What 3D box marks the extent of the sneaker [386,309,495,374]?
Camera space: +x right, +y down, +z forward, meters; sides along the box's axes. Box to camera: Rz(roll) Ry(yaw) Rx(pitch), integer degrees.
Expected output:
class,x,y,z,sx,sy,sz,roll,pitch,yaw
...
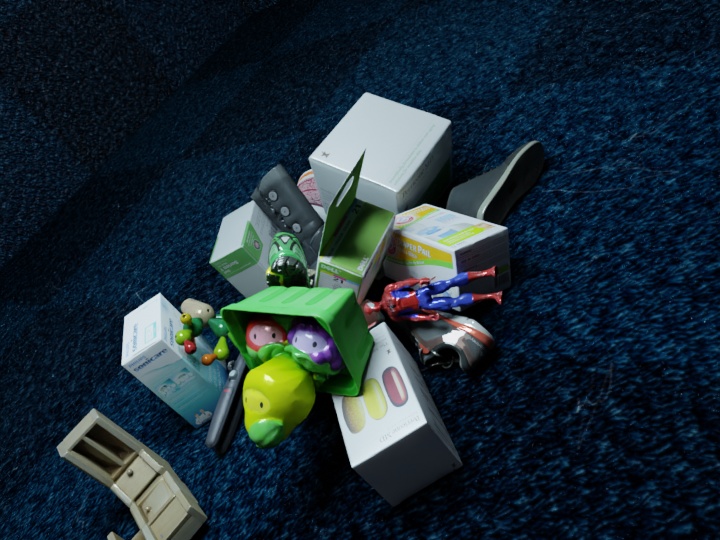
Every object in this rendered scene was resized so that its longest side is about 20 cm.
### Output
class,x,y,z,sx,sy,sz,roll,pitch,yaw
sneaker,0.101,0.099,0.927,0.200,0.077,0.082,14,64,49

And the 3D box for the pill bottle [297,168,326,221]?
class,x,y,z,sx,sy,sz,roll,pitch,yaw
pill bottle,-0.096,-0.118,1.317,0.114,0.114,0.200,-18,38,24

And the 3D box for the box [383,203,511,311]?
class,x,y,z,sx,sy,sz,roll,pitch,yaw
box,0.130,-0.028,0.994,0.112,0.102,0.200,-22,27,-26

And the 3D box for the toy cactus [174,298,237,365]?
class,x,y,z,sx,sy,sz,roll,pitch,yaw
toy cactus,-0.261,0.089,1.100,0.165,0.103,0.200,26,30,33

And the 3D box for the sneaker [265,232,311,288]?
class,x,y,z,sx,sy,sz,roll,pitch,yaw
sneaker,-0.108,0.017,0.984,0.078,0.200,0.085,1,56,-5

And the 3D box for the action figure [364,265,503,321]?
class,x,y,z,sx,sy,sz,roll,pitch,yaw
action figure,0.099,0.038,0.883,0.199,0.066,0.052,-12,13,21

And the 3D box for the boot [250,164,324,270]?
class,x,y,z,sx,sy,sz,roll,pitch,yaw
boot,-0.093,-0.114,1.132,0.165,0.200,0.066,-39,-5,30

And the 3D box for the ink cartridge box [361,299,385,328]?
class,x,y,z,sx,sy,sz,roll,pitch,yaw
ink cartridge box,-0.060,0.117,0.982,0.200,0.045,0.176,-34,-6,4

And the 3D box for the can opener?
class,x,y,z,sx,sy,sz,roll,pitch,yaw
can opener,-0.216,0.217,1.069,0.078,0.063,0.200,-7,44,35

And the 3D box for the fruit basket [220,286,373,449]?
class,x,y,z,sx,sy,sz,roll,pitch,yaw
fruit basket,-0.102,0.124,0.830,0.215,0.156,0.216,-17,27,9

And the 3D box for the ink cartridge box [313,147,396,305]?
class,x,y,z,sx,sy,sz,roll,pitch,yaw
ink cartridge box,-0.002,-0.053,0.917,0.076,0.200,0.148,22,50,8

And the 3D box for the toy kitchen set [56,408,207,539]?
class,x,y,z,sx,sy,sz,roll,pitch,yaw
toy kitchen set,-0.377,0.357,0.939,0.163,0.181,0.200,-49,32,-17

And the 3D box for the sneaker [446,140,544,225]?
class,x,y,z,sx,sy,sz,roll,pitch,yaw
sneaker,0.239,-0.164,1.112,0.200,0.075,0.106,-48,39,-15

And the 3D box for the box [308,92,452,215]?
class,x,y,z,sx,sy,sz,roll,pitch,yaw
box,0.046,-0.193,1.179,0.200,0.172,0.199,25,64,25

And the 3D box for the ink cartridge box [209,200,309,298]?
class,x,y,z,sx,sy,sz,roll,pitch,yaw
ink cartridge box,-0.181,-0.010,1.189,0.084,0.200,0.146,-25,35,21

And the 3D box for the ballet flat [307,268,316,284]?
class,x,y,z,sx,sy,sz,roll,pitch,yaw
ballet flat,-0.118,0.080,1.094,0.075,0.068,0.200,-5,53,41

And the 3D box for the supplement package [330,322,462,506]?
class,x,y,z,sx,sy,sz,roll,pitch,yaw
supplement package,0.038,0.189,0.839,0.114,0.110,0.200,-33,34,6

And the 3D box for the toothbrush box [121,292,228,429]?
class,x,y,z,sx,sy,sz,roll,pitch,yaw
toothbrush box,-0.328,0.162,1.110,0.085,0.200,0.147,-34,33,3

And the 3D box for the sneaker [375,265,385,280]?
class,x,y,z,sx,sy,sz,roll,pitch,yaw
sneaker,-0.036,0.019,1.128,0.200,0.089,0.074,-48,37,-14

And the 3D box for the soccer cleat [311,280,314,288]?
class,x,y,z,sx,sy,sz,roll,pitch,yaw
soccer cleat,0.000,0.000,1.066,0.200,0.073,0.068,-41,14,-25
